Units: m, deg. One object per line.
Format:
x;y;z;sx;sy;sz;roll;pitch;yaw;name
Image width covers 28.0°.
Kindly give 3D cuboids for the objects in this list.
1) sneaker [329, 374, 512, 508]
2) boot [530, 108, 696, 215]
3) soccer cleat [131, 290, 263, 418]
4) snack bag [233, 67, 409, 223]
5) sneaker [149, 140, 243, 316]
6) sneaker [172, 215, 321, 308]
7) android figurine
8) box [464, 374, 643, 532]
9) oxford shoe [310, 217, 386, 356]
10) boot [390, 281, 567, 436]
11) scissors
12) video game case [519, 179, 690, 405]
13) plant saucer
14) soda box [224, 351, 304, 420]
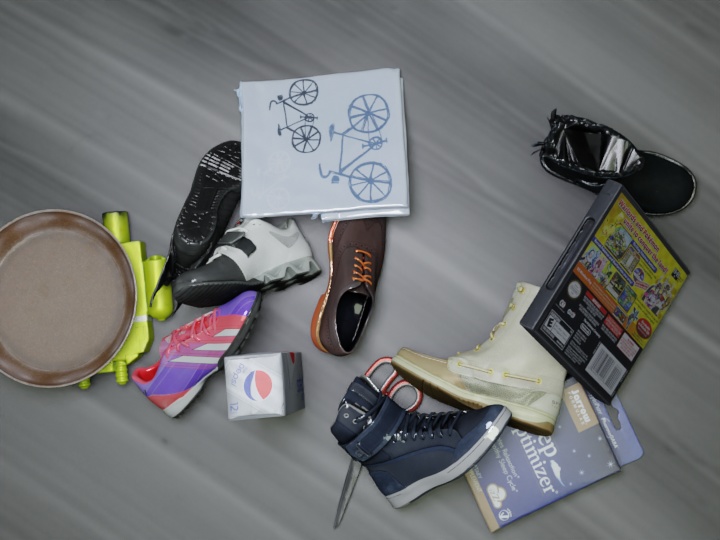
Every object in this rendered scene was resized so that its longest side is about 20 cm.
0.057;0.165;1.582;0.146;0.077;0.202;49;126;-6;sneaker
0.283;-0.116;1.584;0.196;0.162;0.074;19;89;4;boot
-0.182;0.084;1.617;0.073;0.068;0.200;36;122;-10;soccer cleat
-0.045;-0.140;1.645;0.197;0.021;0.191;-5;65;3;snack bag
-0.181;-0.051;1.655;0.059;0.105;0.201;23;52;2;sneaker
-0.138;-0.015;1.614;0.074;0.199;0.089;-29;78;42;sneaker
-0.307;0.035;1.677;0.180;0.041;0.203;-4;86;3;android figurine
0.211;0.199;1.642;0.198;0.032;0.122;-26;86;1;box
0.000;0.000;1.632;0.070;0.072;0.203;11;91;-23;oxford shoe
0.147;0.083;1.626;0.198;0.072;0.156;19;77;16;boot
-0.002;0.196;1.666;0.073;0.014;0.201;33;91;2;scissors
0.269;0.028;1.567;0.025;0.200;0.182;26;80;43;video game case
-0.349;0.032;1.644;0.198;0.032;0.203;0;85;4;plant saucer
-0.103;0.124;1.580;0.063;0.200;0.069;-4;86;4;soda box
